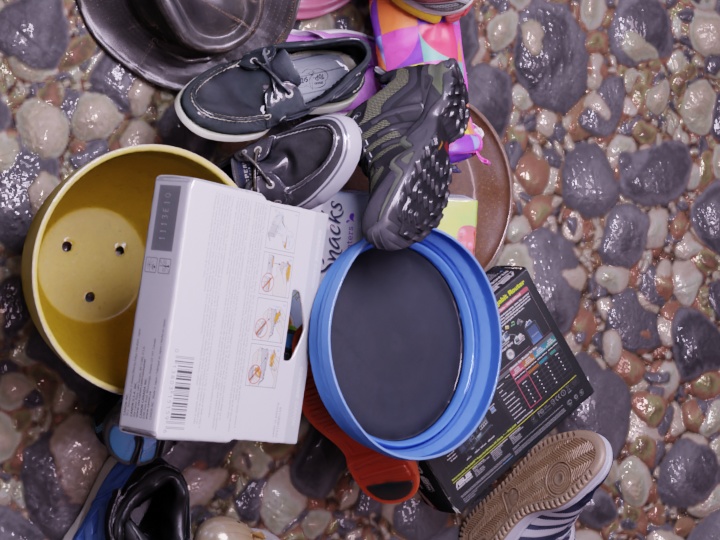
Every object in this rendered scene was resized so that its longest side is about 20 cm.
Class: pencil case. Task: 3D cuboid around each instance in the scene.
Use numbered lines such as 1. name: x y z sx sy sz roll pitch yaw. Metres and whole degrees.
1. pencil case: 0.058 -0.184 1.543 0.088 0.088 0.201 -8 84 -29

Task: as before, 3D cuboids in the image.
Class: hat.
1. hat: -0.141 -0.233 1.429 0.200 0.081 0.201 -4 113 -9

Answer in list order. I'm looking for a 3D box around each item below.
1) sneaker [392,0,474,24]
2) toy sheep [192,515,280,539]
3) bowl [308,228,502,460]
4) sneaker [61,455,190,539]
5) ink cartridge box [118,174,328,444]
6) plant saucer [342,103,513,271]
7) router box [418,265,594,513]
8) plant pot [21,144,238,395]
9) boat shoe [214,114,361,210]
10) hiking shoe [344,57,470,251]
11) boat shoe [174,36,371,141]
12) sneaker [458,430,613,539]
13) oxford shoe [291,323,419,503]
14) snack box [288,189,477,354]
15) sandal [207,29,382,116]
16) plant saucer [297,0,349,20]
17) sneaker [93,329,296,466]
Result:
1. sneaker: 0.013 -0.285 1.470 0.200 0.082 0.078 22 81 -2
2. toy sheep: -0.106 0.301 1.481 0.138 0.138 0.200 -22 117 -27
3. bowl: 0.038 0.061 1.450 0.200 0.039 0.201 5 83 -41
4. sneaker: -0.206 0.249 1.428 0.077 0.111 0.200 31 77 -25
5. ink cartridge box: -0.105 0.036 1.357 0.173 0.043 0.201 12 86 -55
6. plant saucer: 0.053 -0.071 1.606 0.200 0.037 0.201 -1 92 -29
7. router box: 0.110 0.112 1.631 0.200 0.062 0.150 -38 110 -23
8. plant pot: -0.197 -0.002 1.406 0.200 0.142 0.201 -2 93 -29
9. boat shoe: -0.089 -0.078 1.437 0.066 0.200 0.070 4 70 -50
10. hiking shoe: 0.025 -0.095 1.442 0.076 0.100 0.200 64 37 -42
11. boat shoe: -0.066 -0.160 1.435 0.199 0.066 0.075 -12 67 -40
12. sneaker: 0.195 0.224 1.631 0.108 0.200 0.070 19 43 -33
13. oxford shoe: -0.006 0.113 1.504 0.071 0.073 0.200 -16 121 15
14. snack box: 0.000 0.000 1.528 0.199 0.053 0.143 3 96 -9
15. sandal: -0.043 -0.183 1.539 0.202 0.050 0.083 5 90 -30
16. plant saucer: -0.057 -0.327 1.526 0.200 0.051 0.201 -1 93 -30
17. sneaker: -0.138 0.097 1.469 0.200 0.082 0.073 -22 108 -20
